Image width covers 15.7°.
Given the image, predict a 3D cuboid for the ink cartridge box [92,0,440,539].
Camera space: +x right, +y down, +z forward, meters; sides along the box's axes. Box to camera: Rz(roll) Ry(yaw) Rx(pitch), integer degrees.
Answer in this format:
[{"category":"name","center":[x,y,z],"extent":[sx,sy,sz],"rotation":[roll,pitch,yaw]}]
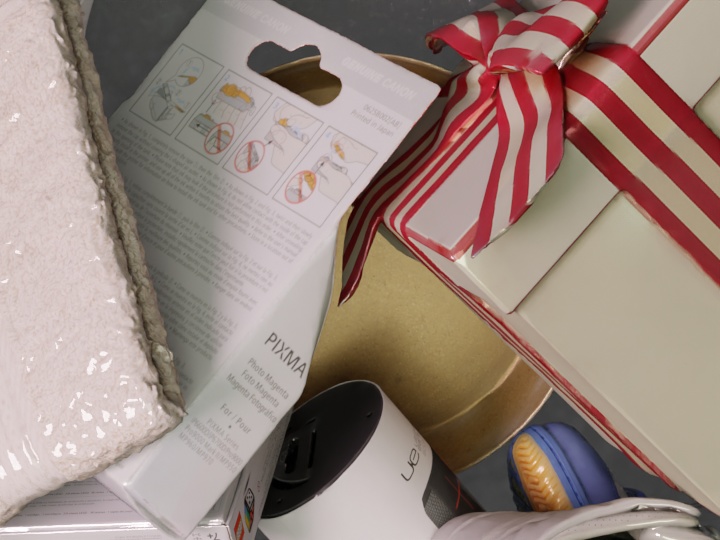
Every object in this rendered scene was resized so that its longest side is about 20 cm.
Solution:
[{"category":"ink cartridge box","center":[-0.065,-0.009,1.069],"extent":[0.200,0.162,0.057],"rotation":[-48,133,-10]}]

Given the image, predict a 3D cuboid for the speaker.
[{"category":"speaker","center":[0.035,0.142,1.142],"extent":[0.081,0.081,0.200],"rotation":[-35,113,11]}]

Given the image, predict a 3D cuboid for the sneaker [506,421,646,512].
[{"category":"sneaker","center":[0.144,0.137,1.171],"extent":[0.088,0.075,0.201],"rotation":[-37,105,-6]}]

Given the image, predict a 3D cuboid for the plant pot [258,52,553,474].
[{"category":"plant pot","center":[0.000,0.000,1.147],"extent":[0.198,0.028,0.202],"rotation":[1,107,2]}]

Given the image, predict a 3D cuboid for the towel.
[{"category":"towel","center":[-0.144,-0.005,1.024],"extent":[0.132,0.034,0.201],"rotation":[-29,67,28]}]

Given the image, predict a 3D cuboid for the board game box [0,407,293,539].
[{"category":"board game box","center":[-0.134,0.082,1.103],"extent":[0.198,0.127,0.035],"rotation":[-3,124,14]}]

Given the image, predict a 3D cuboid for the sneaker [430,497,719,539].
[{"category":"sneaker","center":[0.138,0.129,1.071],"extent":[0.199,0.115,0.074],"rotation":[0,85,-21]}]

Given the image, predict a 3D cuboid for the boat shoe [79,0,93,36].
[{"category":"boat shoe","center":[-0.143,-0.076,1.109],"extent":[0.065,0.074,0.200],"rotation":[36,115,-5]}]

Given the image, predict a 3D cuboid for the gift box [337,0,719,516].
[{"category":"gift box","center":[0.104,-0.021,1.032],"extent":[0.187,0.184,0.200],"rotation":[44,82,-16]}]
